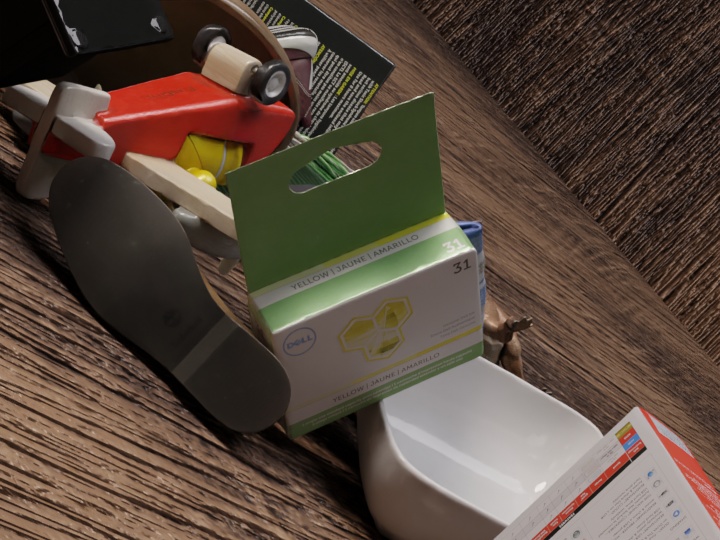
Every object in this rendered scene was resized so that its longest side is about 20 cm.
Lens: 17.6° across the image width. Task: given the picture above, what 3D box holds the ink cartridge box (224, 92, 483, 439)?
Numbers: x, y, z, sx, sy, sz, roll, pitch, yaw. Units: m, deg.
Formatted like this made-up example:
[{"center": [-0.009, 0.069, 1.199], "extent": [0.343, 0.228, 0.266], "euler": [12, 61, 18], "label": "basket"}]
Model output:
[{"center": [0.000, 0.000, 1.441], "extent": [0.048, 0.145, 0.200], "euler": [55, -19, 40], "label": "ink cartridge box"}]

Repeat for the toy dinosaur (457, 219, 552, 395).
[{"center": [0.079, 0.034, 1.770], "extent": [0.200, 0.086, 0.136], "euler": [63, 2, -54], "label": "toy dinosaur"}]

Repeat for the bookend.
[{"center": [-0.245, -0.187, 1.422], "extent": [0.092, 0.200, 0.199], "euler": [-18, 84, -52], "label": "bookend"}]

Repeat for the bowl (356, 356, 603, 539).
[{"center": [0.078, 0.140, 1.561], "extent": [0.200, 0.075, 0.200], "euler": [28, 24, -17], "label": "bowl"}]

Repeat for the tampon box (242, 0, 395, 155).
[{"center": [-0.099, -0.184, 1.945], "extent": [0.200, 0.126, 0.150], "euler": [35, 0, -17], "label": "tampon box"}]

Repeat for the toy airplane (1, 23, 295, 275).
[{"center": [-0.144, -0.071, 1.514], "extent": [0.198, 0.142, 0.200], "euler": [8, 29, -5], "label": "toy airplane"}]

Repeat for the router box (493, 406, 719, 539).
[{"center": [0.130, 0.203, 1.302], "extent": [0.049, 0.200, 0.180], "euler": [38, 14, -33], "label": "router box"}]

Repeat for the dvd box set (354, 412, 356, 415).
[{"center": [0.073, 0.159, 1.697], "extent": [0.200, 0.029, 0.146], "euler": [52, 12, 34], "label": "dvd box set"}]

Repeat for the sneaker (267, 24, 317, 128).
[{"center": [-0.120, -0.123, 1.823], "extent": [0.076, 0.199, 0.116], "euler": [-155, -123, -63], "label": "sneaker"}]

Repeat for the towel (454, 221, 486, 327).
[{"center": [0.014, 0.017, 1.587], "extent": [0.200, 0.146, 0.024], "euler": [83, 1, -69], "label": "towel"}]

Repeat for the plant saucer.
[{"center": [-0.135, -0.141, 1.627], "extent": [0.200, 0.200, 0.030], "euler": [41, 46, -25], "label": "plant saucer"}]

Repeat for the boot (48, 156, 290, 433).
[{"center": [-0.122, 0.017, 1.427], "extent": [0.200, 0.074, 0.075], "euler": [52, -5, -5], "label": "boot"}]

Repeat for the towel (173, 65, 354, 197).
[{"center": [-0.112, -0.100, 1.758], "extent": [0.152, 0.023, 0.200], "euler": [-4, -29, 42], "label": "towel"}]
